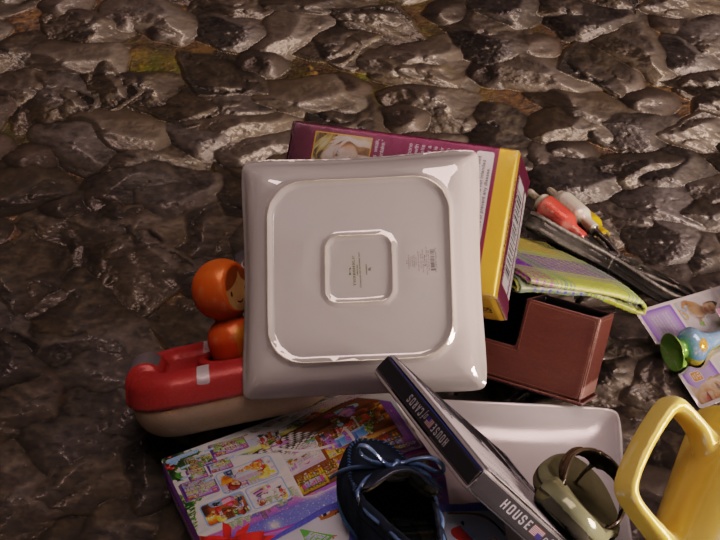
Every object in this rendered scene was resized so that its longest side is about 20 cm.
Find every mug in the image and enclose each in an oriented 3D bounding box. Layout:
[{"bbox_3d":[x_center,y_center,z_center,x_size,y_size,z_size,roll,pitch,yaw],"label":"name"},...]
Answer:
[{"bbox_3d":[0.269,0.198,1.462,0.186,0.150,0.154,32,70,6],"label":"mug"}]

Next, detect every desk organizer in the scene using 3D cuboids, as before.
[{"bbox_3d":[0.116,0.051,1.694,0.199,0.078,0.072,16,7,16],"label":"desk organizer"}]

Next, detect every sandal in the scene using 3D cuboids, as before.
[{"bbox_3d":[0.176,0.168,1.464,0.080,0.057,0.201,38,5,3],"label":"sandal"}]

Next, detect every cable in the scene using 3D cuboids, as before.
[{"bbox_3d":[0.234,-0.025,1.829,0.200,0.051,0.097,32,13,38],"label":"cable"}]

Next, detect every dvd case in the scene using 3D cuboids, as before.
[{"bbox_3d":[0.096,0.151,1.453,0.025,0.150,0.200,-45,29,3],"label":"dvd case"}]

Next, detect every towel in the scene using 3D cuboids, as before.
[{"bbox_3d":[0.157,-0.003,1.757,0.143,0.023,0.200,10,11,-29],"label":"towel"}]

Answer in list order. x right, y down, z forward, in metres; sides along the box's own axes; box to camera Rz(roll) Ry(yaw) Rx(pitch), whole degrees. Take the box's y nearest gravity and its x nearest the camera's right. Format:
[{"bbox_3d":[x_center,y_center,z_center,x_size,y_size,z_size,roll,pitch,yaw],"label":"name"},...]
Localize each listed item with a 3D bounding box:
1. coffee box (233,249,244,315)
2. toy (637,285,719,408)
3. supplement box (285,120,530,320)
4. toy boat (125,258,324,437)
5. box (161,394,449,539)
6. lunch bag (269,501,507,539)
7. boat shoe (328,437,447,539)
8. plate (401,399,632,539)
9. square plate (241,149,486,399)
[{"bbox_3d":[-0.015,-0.013,1.745,0.199,0.044,0.123,-23,28,4],"label":"coffee box"},{"bbox_3d":[0.363,0.044,1.750,0.199,0.047,0.116,-18,56,-21],"label":"toy"},{"bbox_3d":[0.033,-0.041,1.632,0.198,0.103,0.132,9,79,12],"label":"supplement box"},{"bbox_3d":[-0.105,0.054,1.613,0.198,0.132,0.131,-12,10,0],"label":"toy boat"},{"bbox_3d":[-0.046,0.171,1.546,0.199,0.039,0.137,-19,37,-13],"label":"box"},{"bbox_3d":[0.014,0.255,1.401,0.198,0.125,0.170,-2,28,0],"label":"lunch bag"},{"bbox_3d":[0.034,0.167,1.368,0.083,0.069,0.200,-3,26,-19],"label":"boat shoe"},{"bbox_3d":[0.119,0.184,1.578,0.198,0.033,0.200,3,38,0],"label":"plate"},{"bbox_3d":[0.000,0.000,1.554,0.196,0.028,0.202,-3,76,6],"label":"square plate"}]
